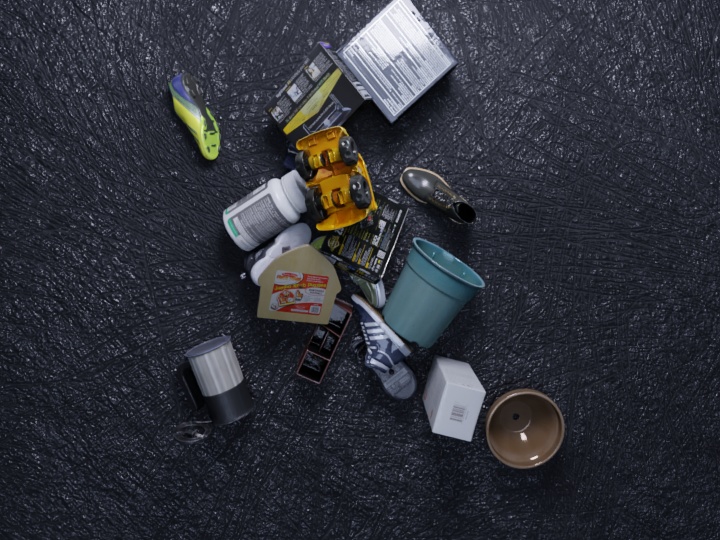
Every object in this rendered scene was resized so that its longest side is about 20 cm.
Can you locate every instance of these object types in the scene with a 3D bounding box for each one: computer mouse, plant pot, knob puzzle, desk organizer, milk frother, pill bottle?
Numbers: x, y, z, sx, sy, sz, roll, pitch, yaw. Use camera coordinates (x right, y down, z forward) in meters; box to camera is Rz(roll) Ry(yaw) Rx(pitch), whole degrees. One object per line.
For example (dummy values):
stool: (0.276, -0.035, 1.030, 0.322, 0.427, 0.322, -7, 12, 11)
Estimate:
computer mouse: (0.074, 0.233, 1.485, 0.137, 0.053, 0.202, -33, 87, 7)
plant pot: (0.160, 0.061, 1.391, 0.198, 0.201, 0.198, 29, 105, -6)
knob puzzle: (-0.140, 0.026, 1.356, 0.216, 0.031, 0.223, -6, 121, -9)
desk organizer: (-0.089, 0.171, 1.454, 0.071, 0.077, 0.202, 24, 99, -5)
milk frother: (-0.374, 0.289, 1.410, 0.178, 0.200, 0.191, -18, 99, 6)
plant pot: (0.407, 0.388, 1.493, 0.197, 0.093, 0.205, 0, 101, -1)
pill bottle: (-0.211, -0.141, 1.367, 0.198, 0.113, 0.114, -29, 99, 14)

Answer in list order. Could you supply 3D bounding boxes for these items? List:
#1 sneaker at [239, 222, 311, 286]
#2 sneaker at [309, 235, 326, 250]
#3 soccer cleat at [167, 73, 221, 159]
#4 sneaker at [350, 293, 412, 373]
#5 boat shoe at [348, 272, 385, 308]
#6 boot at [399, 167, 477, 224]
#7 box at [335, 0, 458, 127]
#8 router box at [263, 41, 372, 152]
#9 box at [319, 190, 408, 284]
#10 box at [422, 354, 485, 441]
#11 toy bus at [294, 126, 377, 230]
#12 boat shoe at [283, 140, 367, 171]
sneaker: (-0.211, -0.045, 1.416, 0.200, 0.113, 0.076, -49, 121, -28)
sneaker: (-0.126, -0.003, 1.417, 0.078, 0.090, 0.200, 44, 95, -6)
soccer cleat: (-0.389, -0.356, 1.377, 0.083, 0.065, 0.203, -10, 106, 31)
sneaker: (0.023, 0.159, 1.430, 0.108, 0.070, 0.200, -43, 88, 5)
boat shoe: (0.000, 0.000, 1.420, 0.061, 0.072, 0.203, -20, 86, -22)
boot: (0.187, -0.177, 1.368, 0.198, 0.138, 0.078, 28, 99, -4)
box: (0.079, -0.469, 1.323, 0.198, 0.123, 0.201, -40, 96, 5)
router box: (-0.095, -0.366, 1.287, 0.199, 0.052, 0.158, -39, 90, 27)
box: (0.008, -0.091, 1.382, 0.158, 0.049, 0.202, 24, 70, -4)
box: (0.221, 0.303, 1.420, 0.096, 0.200, 0.126, 14, 100, -4)
toy bus: (-0.037, -0.205, 1.289, 0.134, 0.192, 0.203, -13, 98, 23)
boat shoe: (-0.088, -0.252, 1.391, 0.198, 0.075, 0.094, 26, 105, 3)
